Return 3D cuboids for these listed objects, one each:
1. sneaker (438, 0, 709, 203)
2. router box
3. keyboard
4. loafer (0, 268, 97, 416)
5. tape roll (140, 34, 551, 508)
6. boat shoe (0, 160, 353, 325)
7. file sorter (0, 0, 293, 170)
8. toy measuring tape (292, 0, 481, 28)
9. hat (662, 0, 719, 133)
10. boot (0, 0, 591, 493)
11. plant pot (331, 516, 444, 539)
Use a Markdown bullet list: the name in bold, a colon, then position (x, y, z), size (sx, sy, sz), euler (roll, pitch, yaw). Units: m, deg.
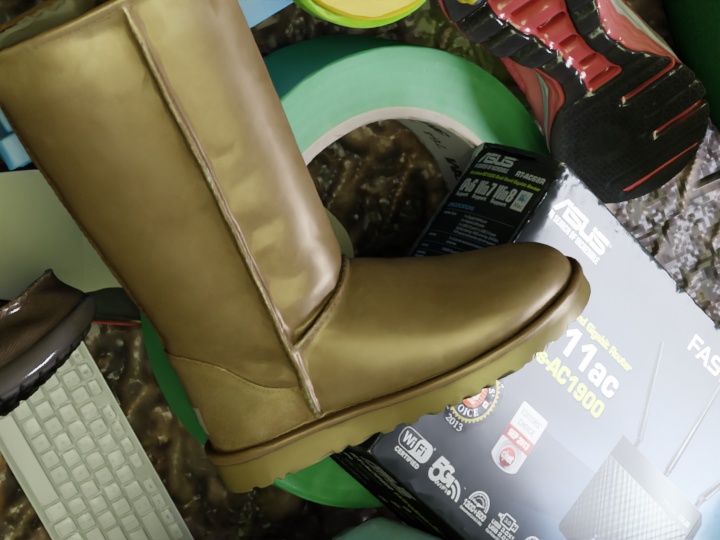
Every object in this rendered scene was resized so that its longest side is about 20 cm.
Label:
- **sneaker**: position (0.089, -0.110, 1.103), size (0.073, 0.087, 0.200), euler (-29, 135, 12)
- **router box**: position (0.086, 0.064, 1.118), size (0.200, 0.062, 0.150), euler (43, 74, -34)
- **keyboard**: position (-0.117, 0.105, 1.158), size (0.056, 0.011, 0.201), euler (-30, 109, -7)
- **loafer**: position (-0.194, 0.044, 0.982), size (0.199, 0.073, 0.071), euler (-28, 85, -20)
- **tape roll**: position (0.000, 0.000, 1.111), size (0.199, 0.048, 0.202), euler (-8, 104, -34)
- **boat shoe**: position (-0.097, -0.013, 1.109), size (0.200, 0.063, 0.074), euler (4, 91, -31)
- **file sorter**: position (-0.092, -0.152, 1.034), size (0.199, 0.139, 0.123), euler (-31, 107, -6)
- **toy measuring tape**: position (-0.036, -0.137, 0.946), size (0.199, 0.074, 0.074), euler (18, 98, -14)
- **hat**: position (0.138, -0.139, 1.146), size (0.175, 0.166, 0.201), euler (22, 73, 12)
- **boot**: position (-0.024, -0.033, 0.969), size (0.174, 0.066, 0.201), euler (-27, 109, -4)
- **plant pot**: position (0.008, 0.225, 1.075), size (0.195, 0.197, 0.201), euler (-26, 70, -27)
